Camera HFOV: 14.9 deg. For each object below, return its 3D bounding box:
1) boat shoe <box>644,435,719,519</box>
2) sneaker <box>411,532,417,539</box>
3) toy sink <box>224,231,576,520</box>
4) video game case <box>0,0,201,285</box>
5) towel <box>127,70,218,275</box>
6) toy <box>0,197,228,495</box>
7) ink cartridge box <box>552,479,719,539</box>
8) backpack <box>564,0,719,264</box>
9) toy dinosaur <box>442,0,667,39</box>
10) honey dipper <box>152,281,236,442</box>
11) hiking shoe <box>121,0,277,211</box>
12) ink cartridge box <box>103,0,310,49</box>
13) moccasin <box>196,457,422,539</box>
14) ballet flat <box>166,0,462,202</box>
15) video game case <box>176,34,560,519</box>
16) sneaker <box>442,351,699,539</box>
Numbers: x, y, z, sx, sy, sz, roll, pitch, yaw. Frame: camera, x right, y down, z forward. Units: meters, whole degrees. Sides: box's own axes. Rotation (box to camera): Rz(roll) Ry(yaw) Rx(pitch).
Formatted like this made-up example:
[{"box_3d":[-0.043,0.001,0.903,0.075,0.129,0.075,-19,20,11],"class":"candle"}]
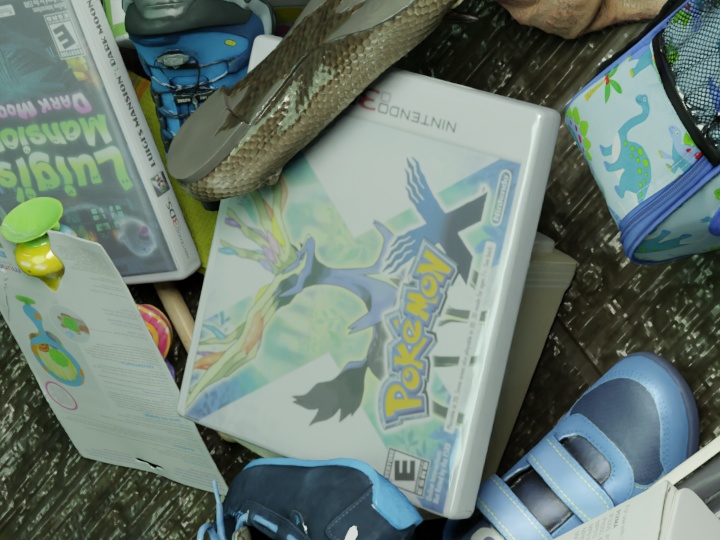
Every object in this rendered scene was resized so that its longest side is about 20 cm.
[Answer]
[{"box_3d":[0.180,0.121,1.325,0.200,0.072,0.063,-47,60,21],"class":"boat shoe"},{"box_3d":[-0.022,0.216,1.440,0.097,0.071,0.202,10,83,6],"class":"sneaker"},{"box_3d":[0.023,0.011,1.420,0.130,0.112,0.201,27,105,33],"class":"toy sink"},{"box_3d":[-0.197,-0.072,1.546,0.199,0.023,0.183,-5,114,39],"class":"video game case"},{"box_3d":[-0.117,-0.059,1.552,0.199,0.018,0.086,26,92,23],"class":"towel"},{"box_3d":[-0.140,0.035,1.534,0.115,0.200,0.047,12,54,36],"class":"toy"},{"box_3d":[0.113,0.211,1.322,0.200,0.083,0.147,-33,112,32],"class":"ink cartridge box"},{"box_3d":[0.202,-0.073,1.246,0.200,0.182,0.148,-37,71,43],"class":"backpack"},{"box_3d":[0.083,-0.154,1.384,0.199,0.086,0.136,28,122,-12],"class":"toy dinosaur"},{"box_3d":[-0.109,0.008,1.569,0.038,0.038,0.201,-40,69,29],"class":"honey dipper"},{"box_3d":[-0.074,-0.090,1.431,0.074,0.200,0.087,-3,74,11],"class":"hiking shoe"},{"box_3d":[-0.033,-0.164,1.471,0.199,0.104,0.060,-12,82,36],"class":"ink cartridge box"},{"box_3d":[-0.040,0.134,1.360,0.080,0.068,0.200,41,159,-5],"class":"moccasin"},{"box_3d":[-0.010,-0.100,1.331,0.200,0.046,0.068,-42,35,14],"class":"ballet flat"},{"box_3d":[0.000,0.000,1.354,0.182,0.022,0.201,18,99,36],"class":"video game case"},{"box_3d":[0.095,0.126,1.381,0.074,0.082,0.200,47,114,31],"class":"sneaker"}]
